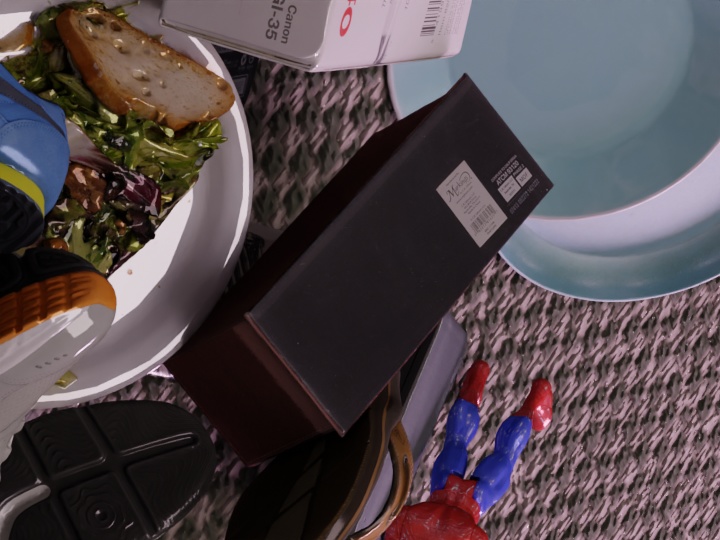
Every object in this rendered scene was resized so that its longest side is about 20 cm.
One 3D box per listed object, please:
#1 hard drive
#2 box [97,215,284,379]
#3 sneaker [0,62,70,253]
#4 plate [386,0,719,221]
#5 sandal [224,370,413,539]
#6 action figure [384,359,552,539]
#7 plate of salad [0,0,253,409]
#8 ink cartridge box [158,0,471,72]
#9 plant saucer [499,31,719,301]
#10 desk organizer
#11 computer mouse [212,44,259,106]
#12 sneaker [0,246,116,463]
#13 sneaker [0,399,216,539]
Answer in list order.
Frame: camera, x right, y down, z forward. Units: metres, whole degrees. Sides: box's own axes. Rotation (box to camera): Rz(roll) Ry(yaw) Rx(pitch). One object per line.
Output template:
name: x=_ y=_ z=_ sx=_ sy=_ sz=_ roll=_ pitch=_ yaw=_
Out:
hard drive: x=0.012 y=0.085 z=1.566 sx=0.200 sy=0.033 sz=0.140 roll=45 pitch=67 yaw=-83
box: x=-0.075 y=0.013 z=1.458 sx=0.200 sy=0.068 sz=0.083 roll=12 pitch=96 yaw=-54
sneaker: x=-0.205 y=-0.085 z=1.226 sx=0.200 sy=0.066 sz=0.079 roll=32 pitch=50 yaw=-28
plate: x=0.112 y=-0.118 z=1.587 sx=0.026 sy=0.199 sz=0.201 roll=-98 pitch=-178 yaw=-59
sandal: x=-0.009 y=0.098 z=1.378 sx=0.055 sy=0.082 sz=0.200 roll=53 pitch=16 yaw=-12
action figure: x=0.053 y=0.142 z=1.639 sx=0.200 sy=0.065 sz=0.099 roll=-56 pitch=158 yaw=-59
plate of salad: x=-0.137 y=-0.036 z=1.313 sx=0.199 sy=0.048 sz=0.201 roll=-4 pitch=101 yaw=-23
ink cartridge box: x=-0.005 y=-0.174 z=1.362 sx=0.200 sy=0.082 sz=0.147 roll=-16 pitch=121 yaw=-69
plant saucer: x=0.162 y=-0.064 z=1.682 sx=0.199 sy=0.028 sz=0.201 roll=-7 pitch=135 yaw=-7
desk organizer: x=0.000 y=0.000 z=1.410 sx=0.072 sy=0.077 sz=0.200 roll=51 pitch=50 yaw=-11
computer mouse: x=-0.057 y=-0.167 z=1.423 sx=0.140 sy=0.046 sz=0.201 roll=-31 pitch=135 yaw=-63
sneaker: x=-0.173 y=0.068 z=1.272 sx=0.199 sy=0.076 sz=0.092 roll=-32 pitch=119 yaw=19
sneaker: x=-0.157 y=0.130 z=1.375 sx=0.200 sy=0.076 sz=0.115 roll=-28 pitch=164 yaw=-8
